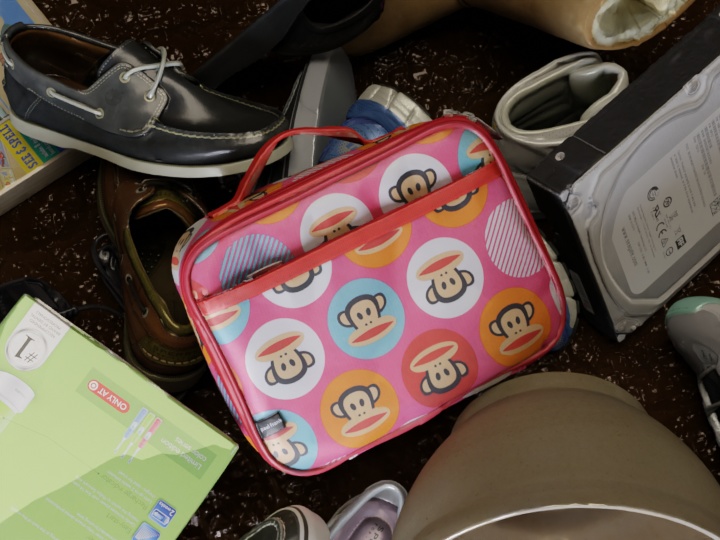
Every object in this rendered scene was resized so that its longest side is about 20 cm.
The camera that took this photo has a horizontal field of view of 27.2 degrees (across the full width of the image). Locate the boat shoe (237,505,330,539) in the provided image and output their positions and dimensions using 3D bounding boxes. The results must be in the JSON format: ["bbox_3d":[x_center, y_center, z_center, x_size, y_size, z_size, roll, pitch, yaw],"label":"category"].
[{"bbox_3d":[-0.094,0.203,0.800,0.064,0.071,0.200,44,78,-31],"label":"boat shoe"}]

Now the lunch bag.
[{"bbox_3d":[0.000,0.000,0.834,0.200,0.082,0.176,-27,100,-9],"label":"lunch bag"}]

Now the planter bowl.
[{"bbox_3d":[0.110,0.142,0.814,0.200,0.200,0.135,2,42,0],"label":"planter bowl"}]

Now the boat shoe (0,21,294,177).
[{"bbox_3d":[-0.135,-0.105,0.912,0.200,0.068,0.072,16,37,21],"label":"boat shoe"}]

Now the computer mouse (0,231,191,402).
[{"bbox_3d":[-0.203,0.067,0.907,0.200,0.046,0.141,-21,64,-22],"label":"computer mouse"}]

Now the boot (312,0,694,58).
[{"bbox_3d":[0.087,-0.176,0.951,0.175,0.066,0.200,-39,39,-17],"label":"boot"}]

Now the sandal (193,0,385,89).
[{"bbox_3d":[-0.027,-0.161,0.947,0.048,0.200,0.075,51,45,-10],"label":"sandal"}]

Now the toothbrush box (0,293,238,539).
[{"bbox_3d":[-0.182,0.137,0.821,0.146,0.086,0.200,35,79,0],"label":"toothbrush box"}]

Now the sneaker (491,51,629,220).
[{"bbox_3d":[0.174,-0.090,0.944,0.200,0.116,0.074,-13,66,-9],"label":"sneaker"}]

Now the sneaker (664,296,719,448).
[{"bbox_3d":[0.229,0.118,0.874,0.140,0.078,0.200,-42,73,-18],"label":"sneaker"}]

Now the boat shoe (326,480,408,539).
[{"bbox_3d":[-0.030,0.209,0.835,0.074,0.065,0.202,31,70,12],"label":"boat shoe"}]

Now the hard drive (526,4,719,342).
[{"bbox_3d":[0.202,-0.067,0.915,0.200,0.140,0.038,-41,43,-13],"label":"hard drive"}]

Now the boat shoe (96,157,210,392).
[{"bbox_3d":[-0.118,-0.027,0.918,0.072,0.068,0.200,-3,56,-20],"label":"boat shoe"}]

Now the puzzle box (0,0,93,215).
[{"bbox_3d":[-0.266,-0.133,1.000,0.133,0.025,0.200,-36,72,-15],"label":"puzzle box"}]

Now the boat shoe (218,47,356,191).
[{"bbox_3d":[-0.050,-0.051,0.947,0.068,0.074,0.200,3,75,21],"label":"boat shoe"}]

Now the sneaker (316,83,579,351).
[{"bbox_3d":[0.052,-0.018,0.921,0.200,0.079,0.089,44,88,-6],"label":"sneaker"}]
